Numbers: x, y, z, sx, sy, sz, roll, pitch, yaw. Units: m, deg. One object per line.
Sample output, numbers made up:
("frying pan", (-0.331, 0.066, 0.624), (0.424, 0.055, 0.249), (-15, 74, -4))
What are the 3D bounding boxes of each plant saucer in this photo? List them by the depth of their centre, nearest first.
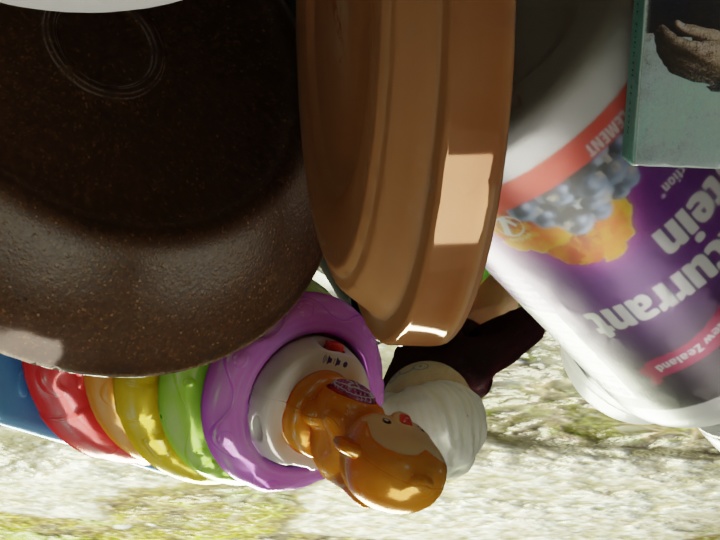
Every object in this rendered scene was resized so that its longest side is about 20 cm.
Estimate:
("plant saucer", (0.007, -0.078, 0.620), (0.032, 0.201, 0.200), (-1, 161, -11))
("plant saucer", (-0.087, -0.064, 0.685), (0.200, 0.201, 0.037), (11, 146, -27))

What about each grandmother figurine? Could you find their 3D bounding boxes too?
("grandmother figurine", (0.036, 0.039, 0.994), (0.121, 0.200, 0.061), (-39, 101, 18))

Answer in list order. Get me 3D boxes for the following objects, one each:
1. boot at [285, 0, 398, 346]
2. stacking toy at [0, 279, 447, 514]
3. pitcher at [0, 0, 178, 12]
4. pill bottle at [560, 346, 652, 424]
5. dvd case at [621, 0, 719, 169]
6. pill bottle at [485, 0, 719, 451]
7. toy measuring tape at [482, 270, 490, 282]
("boot", (0.000, 0.000, 0.848), (0.077, 0.139, 0.200), (-12, 140, -3))
("stacking toy", (-0.036, 0.037, 0.739), (0.116, 0.110, 0.200), (22, -179, -38))
("pitcher", (-0.118, -0.143, 0.574), (0.200, 0.121, 0.172), (8, 167, 12))
("pill bottle", (0.151, 0.006, 0.996), (0.111, 0.111, 0.200), (3, 161, -6))
("dvd case", (0.184, -0.100, 0.657), (0.200, 0.146, 0.022), (3, -168, -6))
("pill bottle", (0.106, -0.016, 0.757), (0.111, 0.112, 0.200), (-17, 131, 41))
("toy measuring tape", (-0.006, -0.024, 0.970), (0.200, 0.074, 0.074), (4, 161, -8))
